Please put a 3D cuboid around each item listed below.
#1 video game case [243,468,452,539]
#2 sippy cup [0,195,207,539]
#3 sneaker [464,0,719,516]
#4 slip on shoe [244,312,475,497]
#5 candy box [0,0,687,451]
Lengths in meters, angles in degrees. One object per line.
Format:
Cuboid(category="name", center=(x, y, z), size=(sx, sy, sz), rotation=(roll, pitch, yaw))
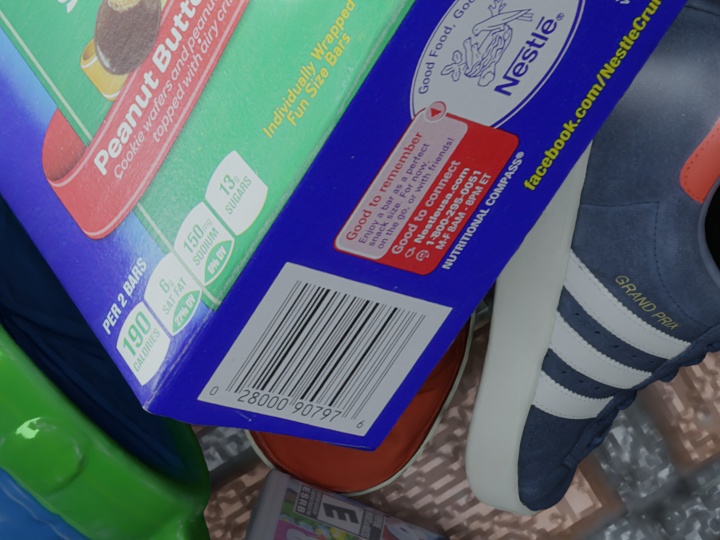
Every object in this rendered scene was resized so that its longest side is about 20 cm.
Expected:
Cuboid(category="video game case", center=(0.057, 0.125, 0.787), size=(0.199, 0.143, 0.018), rotation=(22, 113, -3))
Cuboid(category="sippy cup", center=(-0.127, 0.044, 0.709), size=(0.130, 0.140, 0.178), rotation=(-40, 56, 6))
Cuboid(category="sneaker", center=(0.077, 0.004, 0.772), size=(0.084, 0.200, 0.075), rotation=(10, 55, 3))
Cuboid(category="slip on shoe", center=(0.000, 0.000, 0.785), size=(0.074, 0.061, 0.200), rotation=(10, 140, -3))
Cuboid(category="candy box", center=(-0.024, -0.087, 0.686), size=(0.169, 0.077, 0.200), rotation=(-56, 44, 19))
